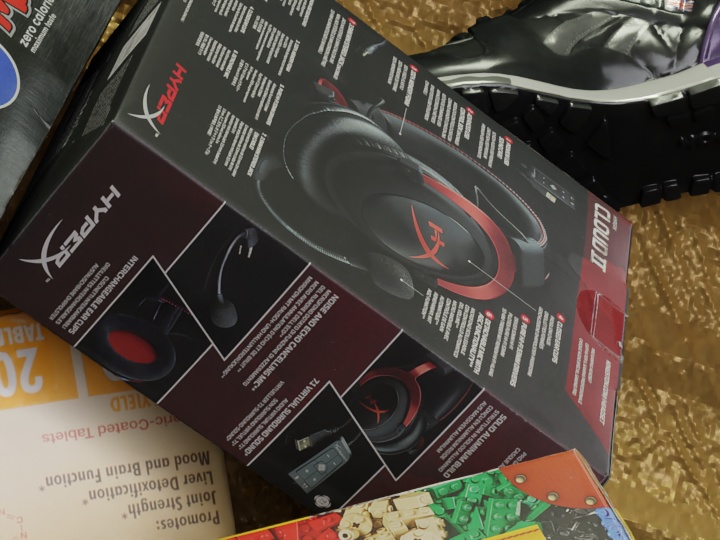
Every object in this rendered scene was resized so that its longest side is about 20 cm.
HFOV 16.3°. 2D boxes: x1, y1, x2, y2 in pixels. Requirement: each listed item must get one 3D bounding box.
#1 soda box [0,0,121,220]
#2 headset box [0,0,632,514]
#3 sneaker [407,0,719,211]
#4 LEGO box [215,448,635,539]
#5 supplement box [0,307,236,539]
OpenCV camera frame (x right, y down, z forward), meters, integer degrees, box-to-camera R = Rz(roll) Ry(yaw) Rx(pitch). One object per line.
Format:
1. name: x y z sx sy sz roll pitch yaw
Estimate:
1. soda box: -0.123 -0.059 0.759 0.063 0.071 0.200 33 38 -10
2. headset box: 0.000 0.000 0.778 0.200 0.075 0.149 35 30 -13
3. sneaker: 0.077 -0.070 0.888 0.199 0.076 0.088 -6 49 -7
4. LEGO box: 0.000 0.160 0.689 0.149 0.200 0.077 -12 43 -17
5. supplement box: -0.102 0.113 0.788 0.126 0.074 0.201 -9 85 -19
